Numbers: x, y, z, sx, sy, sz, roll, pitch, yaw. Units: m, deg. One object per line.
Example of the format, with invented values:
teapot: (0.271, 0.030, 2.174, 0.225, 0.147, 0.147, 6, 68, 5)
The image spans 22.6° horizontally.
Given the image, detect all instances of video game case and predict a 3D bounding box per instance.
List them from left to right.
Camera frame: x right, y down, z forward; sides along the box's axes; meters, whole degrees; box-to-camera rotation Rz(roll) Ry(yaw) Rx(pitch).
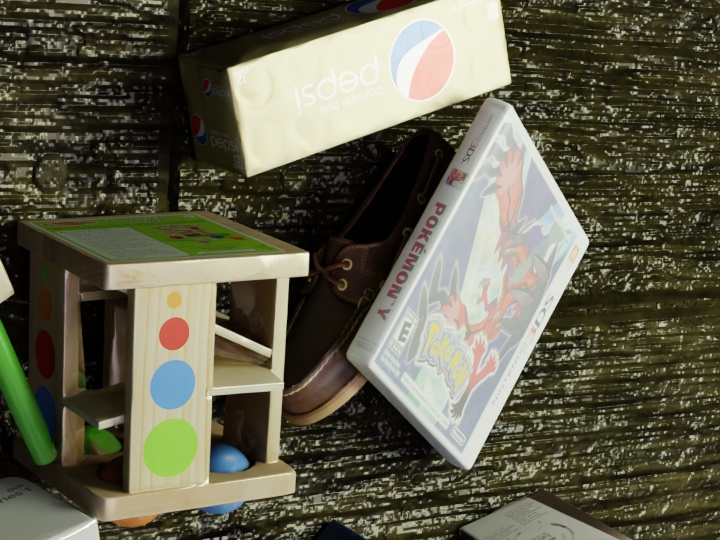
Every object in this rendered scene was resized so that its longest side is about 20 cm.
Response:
video game case: (0.075, 0.015, 1.147, 0.183, 0.023, 0.200, -61, 150, -12)

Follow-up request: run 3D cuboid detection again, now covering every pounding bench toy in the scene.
pounding bench toy: (-0.146, 0.059, 0.998, 0.198, 0.124, 0.158, -4, 104, -33)

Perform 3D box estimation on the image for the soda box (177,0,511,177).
soda box: (-0.007, -0.121, 1.087, 0.199, 0.064, 0.068, -22, 113, -29)

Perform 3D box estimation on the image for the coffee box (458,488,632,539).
coffee box: (0.156, 0.240, 1.204, 0.079, 0.199, 0.114, -20, 113, -25)

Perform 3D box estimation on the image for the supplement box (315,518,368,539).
supplement box: (0.007, 0.313, 1.159, 0.200, 0.134, 0.200, -49, 123, -14)

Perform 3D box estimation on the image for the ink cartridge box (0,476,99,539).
ink cartridge box: (-0.206, 0.233, 0.959, 0.145, 0.084, 0.202, -22, 115, -39)

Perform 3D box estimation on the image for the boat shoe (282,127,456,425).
boat shoe: (0.000, 0.000, 1.119, 0.201, 0.070, 0.070, -55, 132, -21)
